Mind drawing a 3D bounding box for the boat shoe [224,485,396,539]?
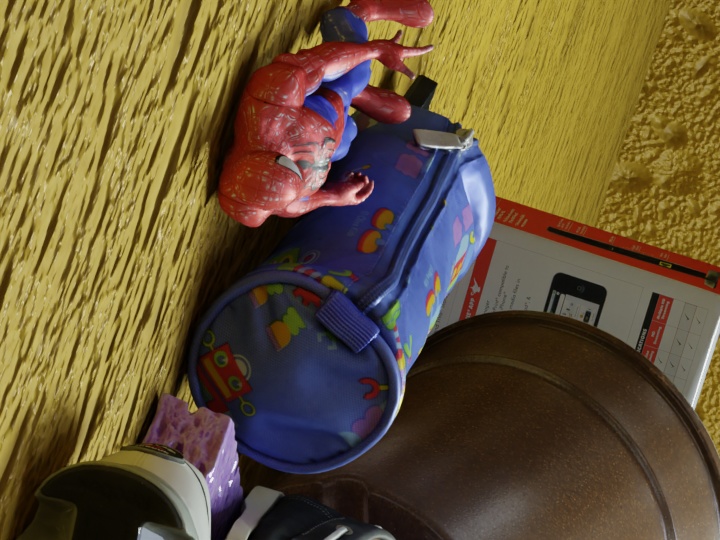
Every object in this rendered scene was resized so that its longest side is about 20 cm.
[{"bbox_3d":[-0.026,0.127,0.937,0.200,0.067,0.072,-51,159,-76],"label":"boat shoe"}]

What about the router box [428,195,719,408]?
[{"bbox_3d":[0.071,0.070,1.315,0.049,0.179,0.201,-47,155,-71],"label":"router box"}]

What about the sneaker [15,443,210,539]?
[{"bbox_3d":[-0.079,0.150,0.818,0.088,0.074,0.201,-26,133,-77],"label":"sneaker"}]

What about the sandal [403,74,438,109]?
[{"bbox_3d":[0.013,0.005,1.245,0.075,0.045,0.201,-44,151,-71],"label":"sandal"}]

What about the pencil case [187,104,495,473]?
[{"bbox_3d":[0.000,0.000,1.018,0.087,0.078,0.200,-49,-176,28],"label":"pencil case"}]

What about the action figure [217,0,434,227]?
[{"bbox_3d":[-0.011,-0.056,0.949,0.200,0.051,0.066,-48,158,-67],"label":"action figure"}]

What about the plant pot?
[{"bbox_3d":[0.039,0.136,1.182,0.198,0.200,0.201,-23,133,-58],"label":"plant pot"}]

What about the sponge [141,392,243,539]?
[{"bbox_3d":[-0.074,0.133,0.987,0.200,0.030,0.112,90,18,-66],"label":"sponge"}]
